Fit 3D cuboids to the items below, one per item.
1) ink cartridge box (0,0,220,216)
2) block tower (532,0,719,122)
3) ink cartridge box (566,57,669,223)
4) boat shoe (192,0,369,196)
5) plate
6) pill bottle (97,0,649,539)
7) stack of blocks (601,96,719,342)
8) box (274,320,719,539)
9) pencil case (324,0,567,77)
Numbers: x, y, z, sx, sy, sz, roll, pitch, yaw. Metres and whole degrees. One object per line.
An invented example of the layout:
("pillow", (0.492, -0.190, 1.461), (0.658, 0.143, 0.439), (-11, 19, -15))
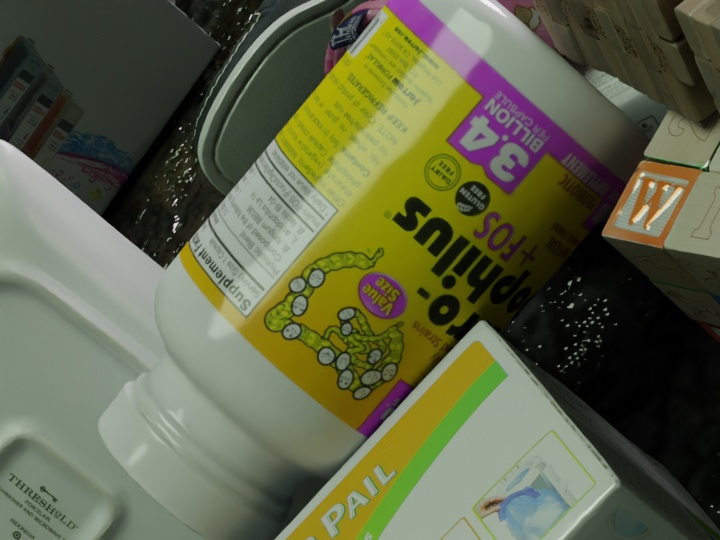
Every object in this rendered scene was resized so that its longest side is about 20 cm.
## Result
("ink cartridge box", (-0.200, -0.086, 1.212), (0.201, 0.145, 0.145), (-55, 37, -7))
("block tower", (0.119, -0.077, 0.764), (0.058, 0.054, 0.200), (-36, 31, -11))
("ink cartridge box", (0.130, -0.107, 0.988), (0.162, 0.057, 0.200), (-28, 22, 28))
("boat shoe", (-0.007, -0.114, 1.102), (0.200, 0.076, 0.060), (-45, 36, -12))
("plate", (-0.120, 0.088, 0.931), (0.200, 0.199, 0.032), (-50, 6, 12))
("pill bottle", (0.000, 0.000, 0.854), (0.200, 0.104, 0.104), (-50, 37, 7))
("stack of blocks", (0.185, 0.009, 0.758), (0.199, 0.115, 0.059), (16, 71, 50))
("box", (0.024, 0.138, 0.818), (0.200, 0.112, 0.101), (-47, 37, 6))
("pencil case", (0.057, -0.128, 0.979), (0.201, 0.086, 0.083), (-59, -3, -37))
